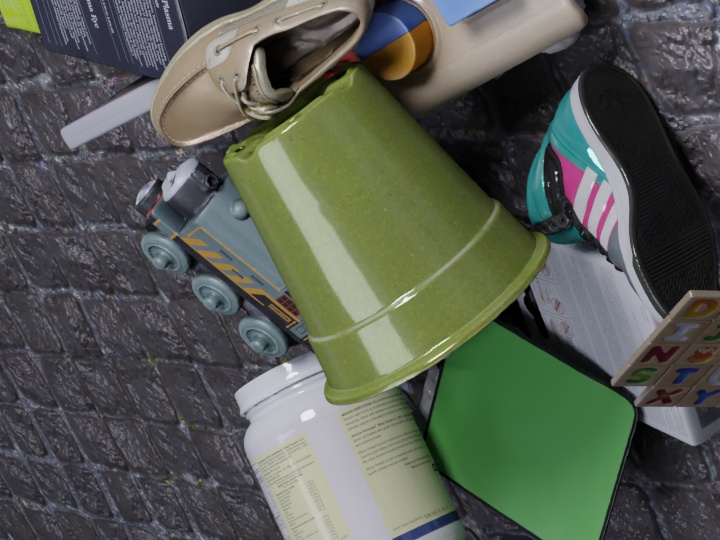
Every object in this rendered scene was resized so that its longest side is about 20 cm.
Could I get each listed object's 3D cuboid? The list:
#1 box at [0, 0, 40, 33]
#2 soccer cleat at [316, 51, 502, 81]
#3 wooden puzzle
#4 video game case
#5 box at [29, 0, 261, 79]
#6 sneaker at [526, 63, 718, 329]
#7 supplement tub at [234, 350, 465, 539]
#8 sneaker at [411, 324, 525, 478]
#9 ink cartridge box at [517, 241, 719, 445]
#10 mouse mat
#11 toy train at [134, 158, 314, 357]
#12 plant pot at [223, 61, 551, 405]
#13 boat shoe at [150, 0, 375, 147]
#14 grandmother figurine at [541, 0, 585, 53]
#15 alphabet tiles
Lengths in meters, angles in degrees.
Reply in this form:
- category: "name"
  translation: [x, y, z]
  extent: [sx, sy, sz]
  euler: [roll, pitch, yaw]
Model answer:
- category: "box"
  translation: [-0.265, -0.268, 1.767]
  extent: [0.199, 0.048, 0.123]
  euler: [17, 135, 40]
- category: "soccer cleat"
  translation: [0.032, -0.181, 1.476]
  extent: [0.198, 0.086, 0.069]
  euler: [-6, 142, 22]
- category: "wooden puzzle"
  translation: [0.035, -0.212, 1.355]
  extent: [0.185, 0.046, 0.201]
  euler: [-26, 104, 41]
- category: "video game case"
  translation: [-0.132, -0.169, 1.584]
  extent: [0.199, 0.182, 0.024]
  euler: [-16, 108, 54]
- category: "box"
  translation: [-0.129, -0.242, 1.495]
  extent: [0.181, 0.200, 0.105]
  euler: [17, 134, 40]
- category: "sneaker"
  translation: [0.181, -0.034, 1.407]
  extent: [0.121, 0.083, 0.201]
  euler: [-51, 53, 59]
- category: "supplement tub"
  translation: [-0.012, 0.171, 1.652]
  extent: [0.145, 0.144, 0.201]
  euler: [-38, 75, 56]
- category: "sneaker"
  translation: [0.094, 0.115, 1.698]
  extent: [0.075, 0.081, 0.200]
  euler: [52, 129, 20]
- category: "ink cartridge box"
  translation: [0.197, 0.036, 1.537]
  extent: [0.200, 0.057, 0.163]
  euler: [29, 146, 60]
- category: "mouse mat"
  translation: [0.136, 0.134, 1.604]
  extent: [0.199, 0.008, 0.162]
  euler: [30, 119, 35]
- category: "toy train"
  translation: [-0.087, -0.011, 1.554]
  extent: [0.200, 0.085, 0.114]
  euler: [41, 147, -11]
- category: "plant pot"
  translation: [0.004, -0.040, 1.394]
  extent: [0.191, 0.200, 0.200]
  euler: [55, 146, -11]
- category: "boat shoe"
  translation: [-0.072, -0.142, 1.362]
  extent: [0.199, 0.065, 0.072]
  euler: [-32, 123, 24]
- category: "grandmother figurine"
  translation: [0.100, -0.245, 1.357]
  extent: [0.121, 0.060, 0.201]
  euler: [-1, 119, 60]
- category: "alphabet tiles"
  translation: [0.276, 0.050, 1.363]
  extent: [0.200, 0.165, 0.006]
  euler: [120, 146, -54]
